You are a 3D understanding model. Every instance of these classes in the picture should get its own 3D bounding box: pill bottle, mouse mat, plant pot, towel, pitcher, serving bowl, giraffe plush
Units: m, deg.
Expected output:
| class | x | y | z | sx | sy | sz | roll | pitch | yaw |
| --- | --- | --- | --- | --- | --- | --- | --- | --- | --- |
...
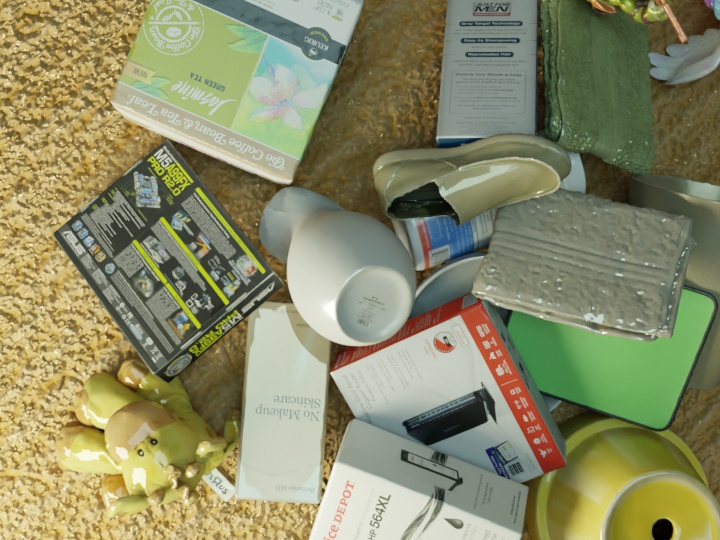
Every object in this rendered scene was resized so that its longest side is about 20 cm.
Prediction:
| class | x | y | z | sx | sy | sz | roll | pitch | yaw |
| --- | --- | --- | --- | --- | --- | --- | --- | --- | --- |
| pill bottle | 0.132 | -0.083 | 1.267 | 0.198 | 0.112 | 0.114 | -20 | 92 | -6 |
| mouse mat | 0.246 | 0.069 | 1.221 | 0.198 | 0.008 | 0.163 | 18 | 111 | 5 |
| plant pot | 0.285 | 0.256 | 1.244 | 0.198 | 0.189 | 0.204 | 0 | 90 | -6 |
| towel | 0.220 | -0.011 | 1.169 | 0.197 | 0.035 | 0.134 | 15 | 72 | 13 |
| plant pot | 0.358 | 0.016 | 1.267 | 0.185 | 0.187 | 0.203 | 8 | 102 | -5 |
| towel | 0.249 | -0.204 | 1.264 | 0.147 | 0.036 | 0.203 | 14 | 63 | -29 |
| pitcher | 0.000 | 0.000 | 1.201 | 0.170 | 0.200 | 0.123 | 16 | 106 | -26 |
| serving bowl | 0.138 | 0.068 | 1.278 | 0.197 | 0.066 | 0.203 | 2 | 110 | 4 |
| giraffe plush | -0.210 | 0.185 | 1.211 | 0.198 | 0.162 | 0.174 | 28 | 88 | -4 |

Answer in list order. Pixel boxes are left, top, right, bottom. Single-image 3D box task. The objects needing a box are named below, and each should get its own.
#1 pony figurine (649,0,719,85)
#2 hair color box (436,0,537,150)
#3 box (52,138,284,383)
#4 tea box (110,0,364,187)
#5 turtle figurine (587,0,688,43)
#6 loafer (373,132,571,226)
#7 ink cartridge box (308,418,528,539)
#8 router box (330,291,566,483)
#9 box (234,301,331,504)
| class | x | y | z | sx | sy | sz | roll | pitch | yaw |
| --- | --- | --- | --- | --- | --- | --- | --- | --- | --- |
| pony figurine | 0.415 | -0.280 | 1.270 | 0.197 | 0.193 | 0.169 | 3 | 93 | -24 |
| hair color box | 0.133 | -0.192 | 1.233 | 0.098 | 0.061 | 0.202 | 2 | 55 | 8 |
| box | -0.200 | -0.012 | 1.235 | 0.160 | 0.044 | 0.200 | -40 | 70 | -4 |
| tea box | -0.125 | -0.214 | 1.233 | 0.198 | 0.134 | 0.199 | 22 | 89 | -5 |
| turtle figurine | 0.266 | -0.297 | 1.247 | 0.199 | 0.161 | 0.065 | 39 | 119 | 10 |
| loafer | 0.106 | -0.081 | 1.157 | 0.197 | 0.076 | 0.069 | -6 | 57 | 21 |
| ink cartridge box | 0.054 | 0.262 | 1.225 | 0.198 | 0.085 | 0.147 | 20 | 119 | 4 |
| router box | 0.094 | 0.144 | 1.245 | 0.178 | 0.049 | 0.201 | -25 | 106 | 17 |
| box | -0.079 | 0.139 | 1.250 | 0.093 | 0.078 | 0.203 | 3 | 80 | -4 |
